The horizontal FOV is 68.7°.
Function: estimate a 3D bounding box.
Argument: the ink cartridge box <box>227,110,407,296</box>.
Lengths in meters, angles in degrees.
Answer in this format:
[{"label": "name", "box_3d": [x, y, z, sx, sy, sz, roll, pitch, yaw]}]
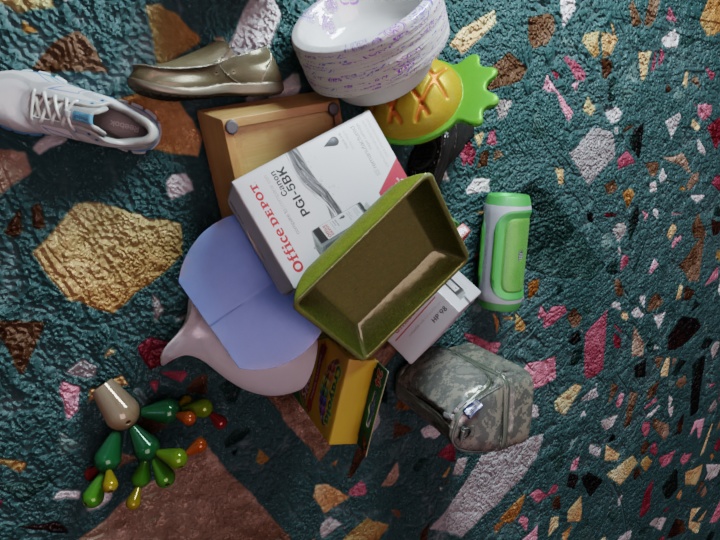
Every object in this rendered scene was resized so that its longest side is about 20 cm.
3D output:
[{"label": "ink cartridge box", "box_3d": [-0.043, -0.082, 0.657, 0.199, 0.083, 0.148, -32, 93, -18]}]

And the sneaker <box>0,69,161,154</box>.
[{"label": "sneaker", "box_3d": [-0.328, -0.182, 0.602, 0.197, 0.086, 0.076, 5, 102, -27]}]

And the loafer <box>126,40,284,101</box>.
[{"label": "loafer", "box_3d": [-0.193, -0.252, 0.664, 0.198, 0.076, 0.069, -14, 108, -34]}]

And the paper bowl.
[{"label": "paper bowl", "box_3d": [0.017, -0.296, 0.689, 0.200, 0.200, 0.105, -41, 138, -12]}]

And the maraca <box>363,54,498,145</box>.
[{"label": "maraca", "box_3d": [0.098, -0.248, 0.762, 0.107, 0.197, 0.139, 37, 51, -66]}]

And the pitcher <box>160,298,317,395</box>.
[{"label": "pitcher", "box_3d": [-0.158, 0.077, 0.746, 0.198, 0.121, 0.174, 21, 79, -18]}]

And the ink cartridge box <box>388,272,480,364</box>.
[{"label": "ink cartridge box", "box_3d": [0.107, 0.069, 0.816, 0.116, 0.067, 0.199, -51, 167, 22]}]

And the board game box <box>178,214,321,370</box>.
[{"label": "board game box", "box_3d": [-0.133, 0.024, 0.694, 0.157, 0.039, 0.201, -36, 100, -16]}]

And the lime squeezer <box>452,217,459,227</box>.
[{"label": "lime squeezer", "box_3d": [0.131, -0.058, 0.825, 0.199, 0.037, 0.072, -31, 116, -50]}]

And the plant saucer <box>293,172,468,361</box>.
[{"label": "plant saucer", "box_3d": [0.025, -0.003, 0.629, 0.200, 0.048, 0.200, -44, 145, -1]}]

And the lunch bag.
[{"label": "lunch bag", "box_3d": [0.170, 0.215, 0.893, 0.165, 0.199, 0.142, -7, 105, -27]}]

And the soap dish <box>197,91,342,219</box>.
[{"label": "soap dish", "box_3d": [-0.105, -0.154, 0.725, 0.198, 0.081, 0.160, -17, 110, -24]}]

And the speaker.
[{"label": "speaker", "box_3d": [0.255, -0.034, 0.941, 0.087, 0.088, 0.203, -5, 105, -26]}]

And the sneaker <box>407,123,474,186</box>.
[{"label": "sneaker", "box_3d": [0.141, -0.210, 0.847, 0.090, 0.076, 0.203, 11, 101, -37]}]

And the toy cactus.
[{"label": "toy cactus", "box_3d": [-0.302, 0.221, 0.726, 0.199, 0.102, 0.166, -35, 97, -13]}]

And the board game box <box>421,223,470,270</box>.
[{"label": "board game box", "box_3d": [0.098, 0.014, 0.817, 0.019, 0.201, 0.103, 45, 61, 13]}]

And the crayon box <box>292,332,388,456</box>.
[{"label": "crayon box", "box_3d": [-0.038, 0.161, 0.769, 0.050, 0.200, 0.129, 9, 100, -29]}]
